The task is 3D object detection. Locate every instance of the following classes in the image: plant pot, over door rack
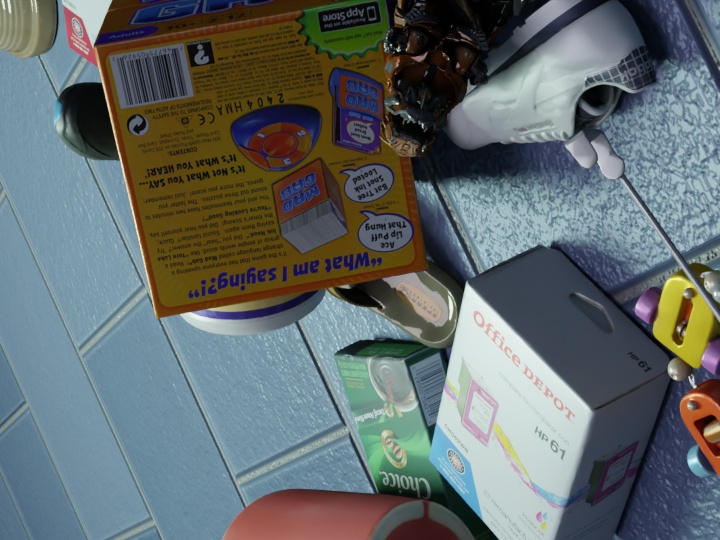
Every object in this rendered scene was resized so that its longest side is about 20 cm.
[{"bbox_3d":[-0.439,-0.338,1.751,0.200,0.092,0.202,37,140,40],"label":"plant pot"},{"bbox_3d":[0.229,-0.038,0.790,0.147,0.067,0.200,-37,96,24],"label":"over door rack"},{"bbox_3d":[0.000,0.275,1.273,0.177,0.199,0.202,-19,94,49],"label":"plant pot"}]

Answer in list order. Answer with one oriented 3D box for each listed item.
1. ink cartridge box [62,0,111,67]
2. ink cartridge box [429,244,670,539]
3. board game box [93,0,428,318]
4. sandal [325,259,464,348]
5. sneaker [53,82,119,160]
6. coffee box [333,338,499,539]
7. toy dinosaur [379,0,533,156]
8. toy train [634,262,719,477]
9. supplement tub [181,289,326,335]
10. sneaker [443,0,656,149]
[{"bbox_3d":[-0.227,-0.294,1.435,0.145,0.082,0.202,36,139,44],"label":"ink cartridge box"},{"bbox_3d":[0.134,0.106,1.111,0.145,0.084,0.201,46,143,34],"label":"ink cartridge box"},{"bbox_3d":[-0.069,-0.110,1.108,0.200,0.198,0.202,-100,0,-68],"label":"board game box"},{"bbox_3d":[0.000,0.000,1.228,0.199,0.054,0.081,33,117,17],"label":"sandal"},{"bbox_3d":[-0.190,-0.132,1.400,0.081,0.199,0.074,0,82,47],"label":"sneaker"},{"bbox_3d":[0.050,0.161,1.329,0.123,0.044,0.202,0,111,58],"label":"coffee box"},{"bbox_3d":[0.051,-0.168,0.965,0.136,0.101,0.202,117,151,-51],"label":"toy dinosaur"},{"bbox_3d":[0.250,0.051,0.918,0.151,0.055,0.200,55,149,9],"label":"toy train"},{"bbox_3d":[-0.108,-0.060,1.337,0.145,0.144,0.202,30,134,47],"label":"supplement tub"},{"bbox_3d":[0.118,-0.116,1.003,0.081,0.076,0.200,55,152,2],"label":"sneaker"}]
